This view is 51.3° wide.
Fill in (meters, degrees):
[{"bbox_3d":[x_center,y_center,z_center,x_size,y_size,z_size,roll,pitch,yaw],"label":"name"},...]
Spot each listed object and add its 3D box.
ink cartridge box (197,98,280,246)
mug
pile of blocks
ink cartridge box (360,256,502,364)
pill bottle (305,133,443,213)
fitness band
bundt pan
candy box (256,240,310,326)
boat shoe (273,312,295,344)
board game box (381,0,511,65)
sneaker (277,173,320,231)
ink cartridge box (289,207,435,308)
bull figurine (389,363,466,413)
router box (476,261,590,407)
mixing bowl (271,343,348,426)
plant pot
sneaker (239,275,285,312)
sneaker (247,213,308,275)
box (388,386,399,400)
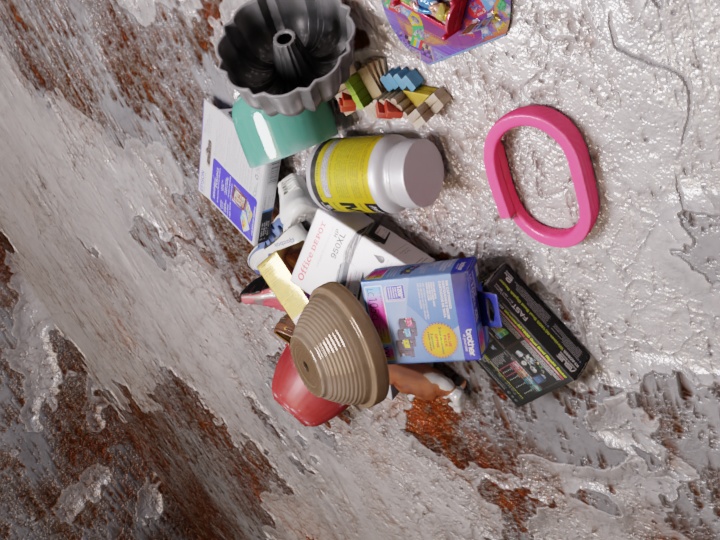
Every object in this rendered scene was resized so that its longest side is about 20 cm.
[{"bbox_3d":[-0.225,-0.183,1.369,0.199,0.043,0.201,41,135,30],"label":"ink cartridge box"},{"bbox_3d":[-0.133,-0.237,1.156,0.182,0.152,0.117,-9,108,37],"label":"mug"},{"bbox_3d":[0.030,-0.248,1.054,0.197,0.062,0.083,15,135,38],"label":"pile of blocks"},{"bbox_3d":[0.112,0.060,1.106,0.195,0.076,0.140,-7,106,21],"label":"ink cartridge box"},{"bbox_3d":[0.020,-0.144,1.120,0.197,0.114,0.116,6,129,45],"label":"pill bottle"},{"bbox_3d":[0.235,-0.118,0.980,0.142,0.037,0.203,6,129,44],"label":"fitness band"},{"bbox_3d":[-0.096,-0.295,1.041,0.199,0.203,0.076,29,161,24],"label":"bundt pan"},{"bbox_3d":[-0.085,0.051,1.322,0.056,0.116,0.202,-35,87,24],"label":"candy box"},{"bbox_3d":[-0.095,0.168,1.528,0.200,0.067,0.072,43,146,8],"label":"boat shoe"},{"bbox_3d":[0.088,-0.335,0.920,0.198,0.039,0.160,-5,120,49],"label":"board game box"},{"bbox_3d":[-0.111,-0.120,1.262,0.200,0.075,0.082,-127,12,-82],"label":"sneaker"},{"bbox_3d":[0.000,0.000,1.226,0.198,0.084,0.147,33,116,15],"label":"ink cartridge box"},{"bbox_3d":[0.102,0.205,1.388,0.197,0.066,0.121,28,155,-11],"label":"bull figurine"},{"bbox_3d":[0.237,0.104,1.174,0.200,0.062,0.150,47,146,1],"label":"router box"},{"bbox_3d":[-0.122,0.265,1.629,0.199,0.109,0.201,38,167,11],"label":"mixing bowl"},{"bbox_3d":[-0.046,0.128,1.150,0.201,0.091,0.204,43,146,39],"label":"plant pot"},{"bbox_3d":[-0.157,0.058,1.503,0.196,0.074,0.088,-8,115,27],"label":"sneaker"},{"bbox_3d":[-0.142,-0.026,1.447,0.115,0.080,0.200,47,144,4],"label":"sneaker"},{"bbox_3d":[-0.010,0.160,1.521,0.197,0.041,0.159,22,138,32],"label":"box"}]
